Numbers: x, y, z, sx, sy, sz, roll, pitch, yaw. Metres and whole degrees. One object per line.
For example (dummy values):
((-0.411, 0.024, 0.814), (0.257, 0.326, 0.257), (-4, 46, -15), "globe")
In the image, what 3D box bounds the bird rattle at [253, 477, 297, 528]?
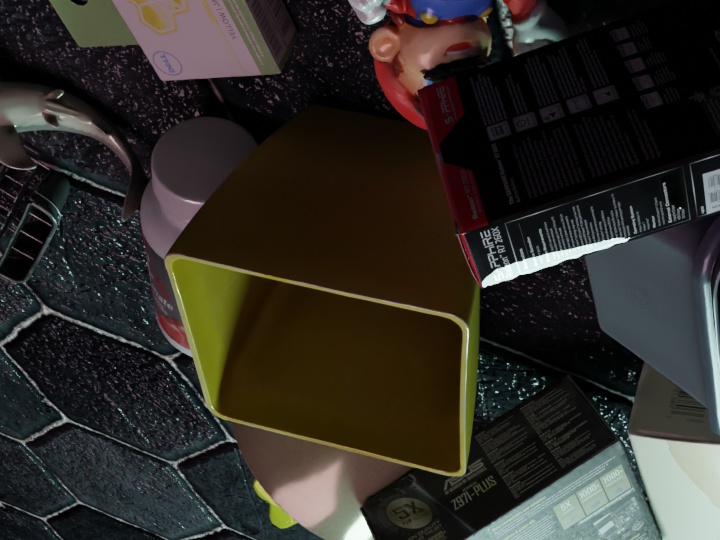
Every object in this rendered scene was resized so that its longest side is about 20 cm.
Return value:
((-0.017, 0.176, 1.235), (0.161, 0.114, 0.200), (12, 148, -20), "bird rattle")

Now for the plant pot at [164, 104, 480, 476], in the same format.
((0.000, 0.000, 0.881), (0.198, 0.178, 0.201), (12, 145, 13), "plant pot")

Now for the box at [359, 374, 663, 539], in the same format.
((0.125, 0.209, 0.999), (0.164, 0.199, 0.086), (59, 178, -39), "box")

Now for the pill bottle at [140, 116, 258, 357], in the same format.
((-0.116, -0.024, 0.985), (0.109, 0.111, 0.201), (18, 146, 9), "pill bottle")

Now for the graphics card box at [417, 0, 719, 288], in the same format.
((0.139, -0.077, 0.673), (0.198, 0.126, 0.051), (-19, 135, 7), "graphics card box")

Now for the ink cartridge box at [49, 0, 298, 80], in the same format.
((-0.156, -0.195, 0.838), (0.198, 0.048, 0.146), (1, 140, 28), "ink cartridge box")

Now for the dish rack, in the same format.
((-0.358, -0.084, 1.107), (0.199, 0.055, 0.153), (33, 145, -11), "dish rack")

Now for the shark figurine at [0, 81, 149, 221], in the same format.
((-0.255, -0.114, 1.006), (0.212, 0.130, 0.089), (11, 174, -12), "shark figurine")

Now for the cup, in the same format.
((0.011, 0.108, 1.040), (0.199, 0.201, 0.143), (35, 121, -15), "cup")

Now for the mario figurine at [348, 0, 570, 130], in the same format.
((0.059, -0.150, 0.712), (0.122, 0.107, 0.201), (16, 144, 9), "mario figurine")

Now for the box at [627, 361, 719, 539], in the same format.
((0.275, 0.153, 0.998), (0.077, 0.096, 0.201), (3, 142, 27), "box")

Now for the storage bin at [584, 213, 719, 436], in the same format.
((0.220, -0.012, 0.788), (0.134, 0.145, 0.201), (34, 158, 39), "storage bin")
